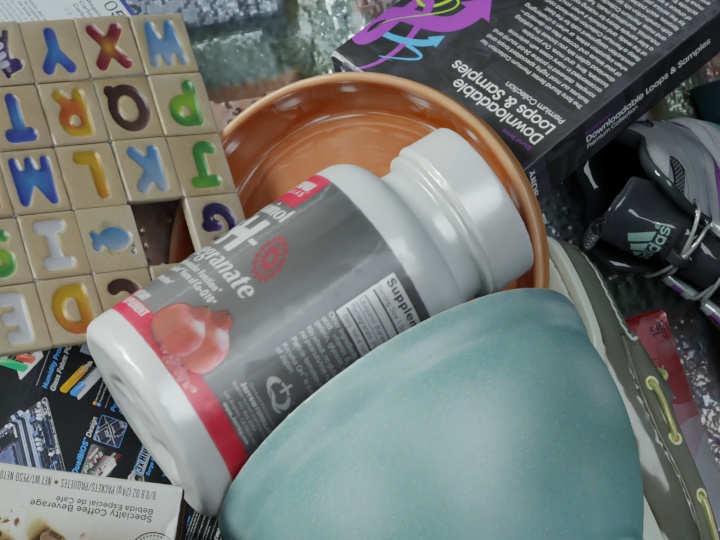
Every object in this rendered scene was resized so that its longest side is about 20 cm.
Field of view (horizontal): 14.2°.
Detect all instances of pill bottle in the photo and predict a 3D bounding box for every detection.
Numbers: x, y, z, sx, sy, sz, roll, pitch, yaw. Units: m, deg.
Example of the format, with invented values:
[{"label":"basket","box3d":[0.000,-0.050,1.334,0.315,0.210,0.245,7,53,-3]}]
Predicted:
[{"label":"pill bottle","box3d":[-0.020,0.019,1.367,0.200,0.111,0.111,-34,89,-12]}]

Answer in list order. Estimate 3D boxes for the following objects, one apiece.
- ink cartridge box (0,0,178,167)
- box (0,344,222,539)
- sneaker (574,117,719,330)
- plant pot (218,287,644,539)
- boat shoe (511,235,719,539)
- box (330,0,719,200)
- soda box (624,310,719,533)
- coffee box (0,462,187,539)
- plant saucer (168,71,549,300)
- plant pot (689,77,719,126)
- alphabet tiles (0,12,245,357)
[{"label":"ink cartridge box","box3d":[-0.222,-0.129,1.438,0.200,0.043,0.196,-28,76,-43]},{"label":"box","box3d":[-0.153,0.110,1.412,0.198,0.050,0.200,18,73,2]},{"label":"sneaker","box3d":[0.171,-0.004,1.487,0.140,0.078,0.200,6,37,-43]},{"label":"plant pot","box3d":[0.054,0.123,1.343,0.200,0.200,0.134,-27,66,-20]},{"label":"boat shoe","box3d":[0.126,0.076,1.444,0.060,0.072,0.202,-5,69,-36]},{"label":"box","box3d":[0.104,-0.129,1.528,0.200,0.036,0.143,-37,52,-21]},{"label":"soda box","box3d":[0.153,0.127,1.509,0.063,0.070,0.200,-17,84,-17]},{"label":"coffee box","box3d":[-0.185,0.148,1.333,0.200,0.080,0.113,9,73,-1]},{"label":"plant saucer","box3d":[0.000,0.000,1.462,0.200,0.032,0.201,0,91,20]},{"label":"plant pot","box3d":[0.297,-0.035,1.554,0.141,0.141,0.200,-20,92,-20]},{"label":"alphabet tiles","box3d":[-0.145,-0.044,1.403,0.200,0.008,0.167,-8,75,-39]}]
